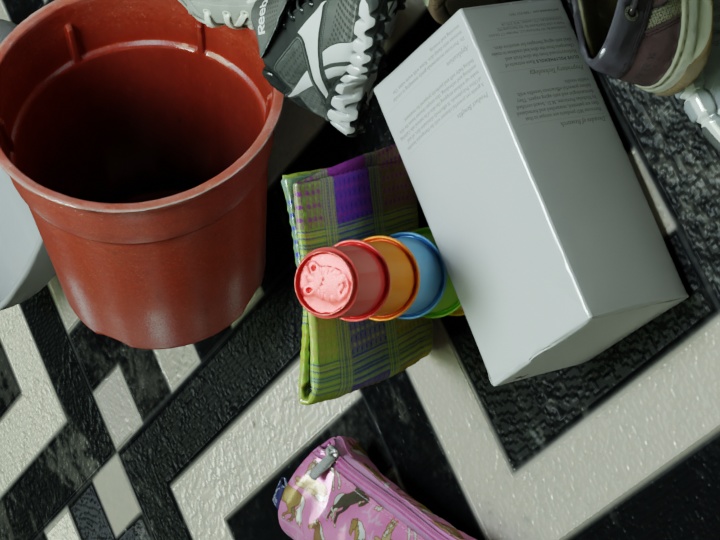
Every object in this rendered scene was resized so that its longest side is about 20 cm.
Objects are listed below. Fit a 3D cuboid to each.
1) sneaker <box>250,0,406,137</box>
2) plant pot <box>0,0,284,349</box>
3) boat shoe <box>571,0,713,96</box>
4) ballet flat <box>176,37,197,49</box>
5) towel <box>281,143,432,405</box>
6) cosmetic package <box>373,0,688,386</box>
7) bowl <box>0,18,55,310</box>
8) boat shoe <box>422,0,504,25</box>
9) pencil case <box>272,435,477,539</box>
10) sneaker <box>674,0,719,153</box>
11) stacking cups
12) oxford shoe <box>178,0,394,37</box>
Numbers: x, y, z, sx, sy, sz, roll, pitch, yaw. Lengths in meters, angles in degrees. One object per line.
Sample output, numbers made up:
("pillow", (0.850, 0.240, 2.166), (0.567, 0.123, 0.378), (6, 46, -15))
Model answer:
("sneaker", (-0.024, -0.151, 1.298), (0.090, 0.066, 0.200), (22, 156, 2))
("plant pot", (-0.146, -0.060, 1.459), (0.201, 0.201, 0.195), (51, 160, 31))
("boat shoe", (0.134, -0.188, 1.092), (0.072, 0.065, 0.200), (-24, 65, 51))
("ballet flat", (-0.094, -0.234, 1.482), (0.072, 0.072, 0.200), (21, 115, 48))
("towel", (0.000, 0.000, 1.321), (0.023, 0.200, 0.144), (-3, 98, 22))
("cosmetic package", (0.097, -0.047, 1.254), (0.108, 0.085, 0.200), (-37, 71, 51))
("bowl", (-0.282, -0.088, 1.743), (0.200, 0.075, 0.200), (61, 139, 22))
("boat shoe", (0.069, -0.236, 1.208), (0.076, 0.072, 0.200), (65, 143, 36))
("pencil case", (0.029, 0.186, 1.408), (0.200, 0.087, 0.083), (34, 93, 43))
("sneaker", (0.205, -0.148, 1.098), (0.115, 0.075, 0.200), (-48, 61, 44))
("stacking cups", (0.024, 0.004, 1.267), (0.060, 0.200, 0.061), (1, 93, 21))
("oxford shoe", (-0.075, -0.181, 1.392), (0.200, 0.075, 0.058), (20, 88, 6))
